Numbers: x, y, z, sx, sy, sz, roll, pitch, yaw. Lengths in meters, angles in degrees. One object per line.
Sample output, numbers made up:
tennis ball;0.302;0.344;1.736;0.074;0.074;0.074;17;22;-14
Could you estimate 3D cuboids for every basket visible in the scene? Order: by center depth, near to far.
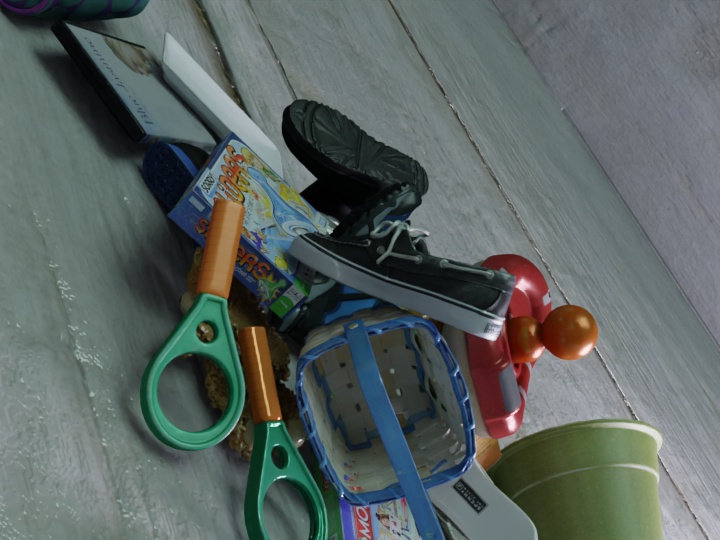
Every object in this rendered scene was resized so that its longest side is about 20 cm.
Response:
basket;0.022;0.118;0.958;0.200;0.139;0.177;-101;173;-67

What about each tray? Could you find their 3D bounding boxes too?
tray;-0.162;-0.180;1.325;0.200;0.022;0.107;46;13;-25

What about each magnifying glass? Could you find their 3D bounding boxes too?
magnifying glass;-0.121;0.041;0.911;0.079;0.022;0.200;17;70;-24
magnifying glass;-0.070;0.143;0.934;0.080;0.022;0.200;5;67;-50

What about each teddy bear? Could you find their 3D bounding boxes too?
teddy bear;-0.109;0.077;1.008;0.200;0.067;0.145;60;31;4

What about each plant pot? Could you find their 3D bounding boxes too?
plant pot;0.249;0.287;1.245;0.200;0.200;0.190;28;44;-45

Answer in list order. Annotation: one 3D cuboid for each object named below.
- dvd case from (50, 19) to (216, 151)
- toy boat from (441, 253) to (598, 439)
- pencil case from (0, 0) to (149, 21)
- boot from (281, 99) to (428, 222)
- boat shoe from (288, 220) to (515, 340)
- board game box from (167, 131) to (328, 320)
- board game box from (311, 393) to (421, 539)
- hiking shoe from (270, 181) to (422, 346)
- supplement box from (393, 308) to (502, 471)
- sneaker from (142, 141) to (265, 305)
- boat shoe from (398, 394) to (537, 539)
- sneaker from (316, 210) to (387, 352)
dvd case;-0.228;-0.187;1.195;0.143;0.018;0.200;54;13;5
toy boat;0.157;0.062;1.081;0.200;0.130;0.131;-64;141;-60
pencil case;-0.297;-0.307;1.198;0.093;0.085;0.200;67;21;-4
boot;-0.041;-0.089;1.262;0.198;0.162;0.073;25;48;-31
boat shoe;0.034;-0.006;0.975;0.199;0.068;0.074;21;3;27
board game box;-0.096;-0.046;1.058;0.135;0.034;0.200;43;18;-13
board game box;0.013;0.217;1.057;0.135;0.029;0.200;39;24;-31
hiking shoe;0.000;0.000;1.160;0.087;0.200;0.074;42;1;-13
supplement box;0.081;0.116;1.168;0.069;0.066;0.200;-35;120;-31
sneaker;-0.133;-0.047;1.131;0.078;0.070;0.200;-6;58;-57
boat shoe;0.090;0.208;1.113;0.200;0.071;0.064;51;-13;20
sneaker;-0.027;0.018;1.223;0.200;0.081;0.088;49;20;-4
